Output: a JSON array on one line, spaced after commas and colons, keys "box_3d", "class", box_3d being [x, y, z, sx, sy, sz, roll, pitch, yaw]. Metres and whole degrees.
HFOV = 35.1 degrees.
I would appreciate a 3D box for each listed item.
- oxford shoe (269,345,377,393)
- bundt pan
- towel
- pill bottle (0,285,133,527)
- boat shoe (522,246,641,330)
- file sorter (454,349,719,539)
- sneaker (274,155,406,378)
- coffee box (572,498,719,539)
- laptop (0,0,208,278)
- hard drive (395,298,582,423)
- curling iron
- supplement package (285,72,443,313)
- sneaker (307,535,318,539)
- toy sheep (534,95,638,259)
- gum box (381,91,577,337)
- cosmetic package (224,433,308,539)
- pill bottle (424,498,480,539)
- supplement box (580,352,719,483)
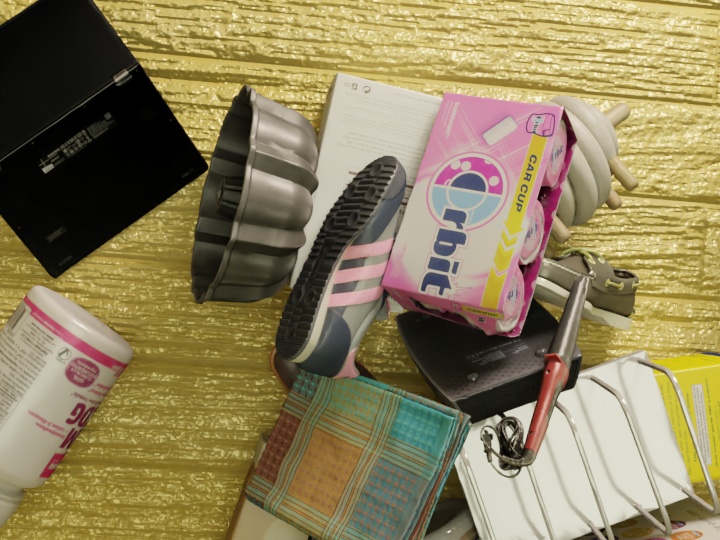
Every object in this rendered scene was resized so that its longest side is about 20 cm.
[{"box_3d": [-0.001, 0.131, 1.096, 0.199, 0.073, 0.071, 36, 87, -4], "class": "oxford shoe"}, {"box_3d": [-0.093, -0.061, 1.032, 0.075, 0.202, 0.203, 13, 88, -17], "class": "bundt pan"}, {"box_3d": [-0.009, 0.164, 0.981, 0.022, 0.199, 0.147, 32, 78, -45], "class": "towel"}, {"box_3d": [-0.308, 0.126, 1.042, 0.113, 0.113, 0.201, 35, 87, -5], "class": "pill bottle"}, {"box_3d": [0.207, 0.010, 1.076, 0.072, 0.201, 0.061, 19, 90, 38], "class": "boat shoe"}, {"box_3d": [0.189, 0.172, 0.984, 0.199, 0.125, 0.140, -20, 92, -1], "class": "file sorter"}, {"box_3d": [0.000, 0.000, 1.000, 0.082, 0.070, 0.201, 30, 85, -31], "class": "sneaker"}, {"box_3d": [0.273, 0.350, 1.061, 0.196, 0.200, 0.202, -11, 92, -6], "class": "coffee box"}, {"box_3d": [-0.286, -0.138, 1.100, 0.187, 0.116, 0.201, -36, 122, -5], "class": "laptop"}, {"box_3d": [0.115, 0.073, 1.053, 0.134, 0.200, 0.043, -18, 112, -6], "class": "hard drive"}, {"box_3d": [0.152, 0.081, 0.942, 0.049, 0.026, 0.201, 19, 60, 19], "class": "curling iron"}, {"box_3d": [0.003, -0.069, 1.078, 0.109, 0.114, 0.202, 12, 90, -6], "class": "supplement package"}, {"box_3d": [-0.016, 0.304, 1.029, 0.097, 0.071, 0.202, 8, 122, 11], "class": "sneaker"}, {"box_3d": [0.186, -0.099, 1.094, 0.199, 0.138, 0.138, -35, 93, -19], "class": "toy sheep"}, {"box_3d": [0.104, -0.047, 0.993, 0.113, 0.066, 0.201, 12, 75, 26], "class": "gum box"}, {"box_3d": [-0.080, 0.269, 1.087, 0.104, 0.071, 0.201, 18, 87, -6], "class": "cosmetic package"}, {"box_3d": [0.098, 0.331, 1.084, 0.115, 0.116, 0.201, -25, 92, -6], "class": "pill bottle"}, {"box_3d": [0.273, 0.149, 1.108, 0.198, 0.109, 0.110, -7, 90, -6], "class": "supplement box"}]
